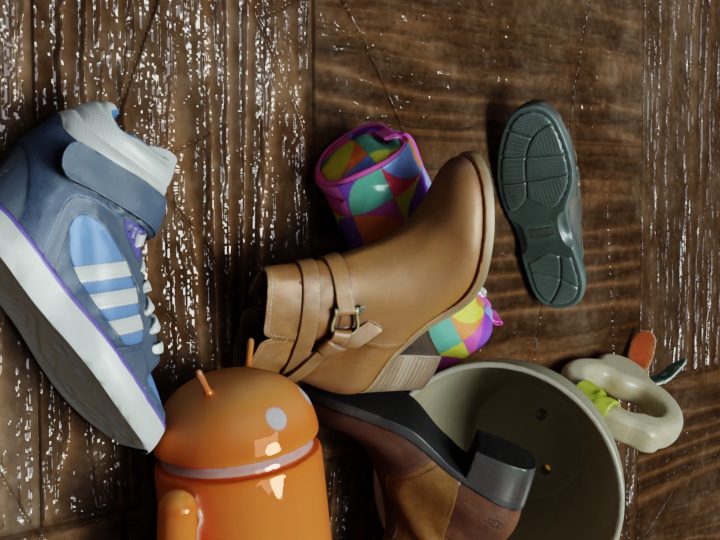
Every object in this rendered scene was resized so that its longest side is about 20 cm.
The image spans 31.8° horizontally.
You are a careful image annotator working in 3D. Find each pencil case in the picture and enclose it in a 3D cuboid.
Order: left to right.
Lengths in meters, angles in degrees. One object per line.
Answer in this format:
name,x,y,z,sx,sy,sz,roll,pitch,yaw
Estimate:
pencil case,0.038,-0.017,0.985,0.089,0.087,0.201,-52,128,-32

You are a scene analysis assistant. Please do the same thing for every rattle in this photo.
rattle,0.250,0.153,1.246,0.200,0.128,0.145,-43,138,-69

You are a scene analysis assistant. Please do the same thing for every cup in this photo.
cup,0.126,0.158,1.036,0.143,0.197,0.204,-25,113,-68

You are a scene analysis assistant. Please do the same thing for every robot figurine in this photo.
robot figurine,-0.078,0.153,0.840,0.142,0.116,0.204,-10,101,-23

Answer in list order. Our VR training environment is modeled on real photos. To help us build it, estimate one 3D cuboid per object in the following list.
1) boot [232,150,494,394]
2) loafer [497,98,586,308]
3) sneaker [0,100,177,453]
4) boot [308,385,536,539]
boot,0.000,0.000,0.893,0.153,0.077,0.202,7,125,-26
loafer,0.169,-0.066,1.152,0.063,0.071,0.203,-57,140,-54
sneaker,-0.144,-0.005,0.782,0.147,0.080,0.201,-47,120,-30
boot,0.019,0.199,0.974,0.069,0.186,0.203,-71,-178,-73
